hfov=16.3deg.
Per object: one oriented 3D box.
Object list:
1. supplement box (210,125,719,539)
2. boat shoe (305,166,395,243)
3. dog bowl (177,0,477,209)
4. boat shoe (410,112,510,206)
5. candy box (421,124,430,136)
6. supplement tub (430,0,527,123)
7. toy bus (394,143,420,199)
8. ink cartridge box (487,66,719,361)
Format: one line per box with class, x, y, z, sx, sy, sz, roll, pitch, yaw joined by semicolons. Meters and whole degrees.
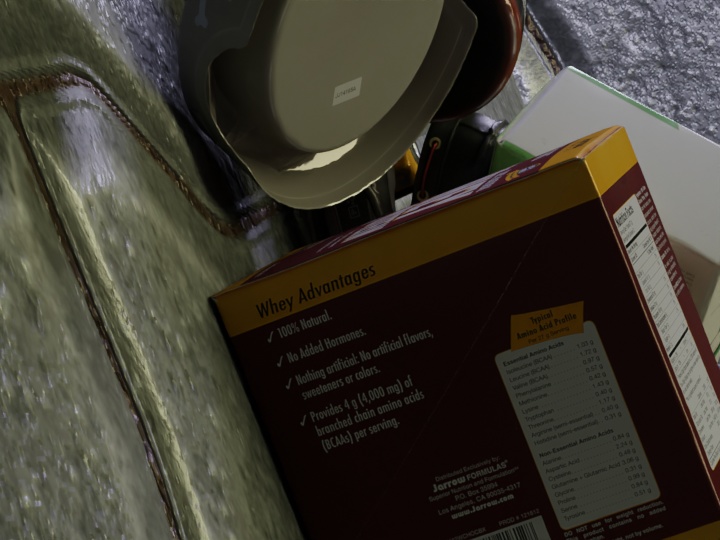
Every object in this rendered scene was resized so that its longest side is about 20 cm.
supplement box;0.066;0.061;1.231;0.201;0.196;0.133;68;17;-3
boat shoe;0.000;0.000;1.449;0.057;0.067;0.201;0;73;-56
dog bowl;-0.016;-0.134;1.312;0.059;0.200;0.200;30;-13;31
boat shoe;0.047;-0.007;1.510;0.074;0.063;0.202;-43;155;-54
candy box;-0.006;-0.202;1.826;0.168;0.071;0.201;30;40;-75
supplement tub;0.048;-0.169;1.496;0.200;0.106;0.107;-75;143;-65
toy bus;-0.018;-0.129;1.566;0.078;0.065;0.201;57;15;-49
ink cartridge box;0.141;0.005;1.449;0.084;0.146;0.201;-48;160;-36
